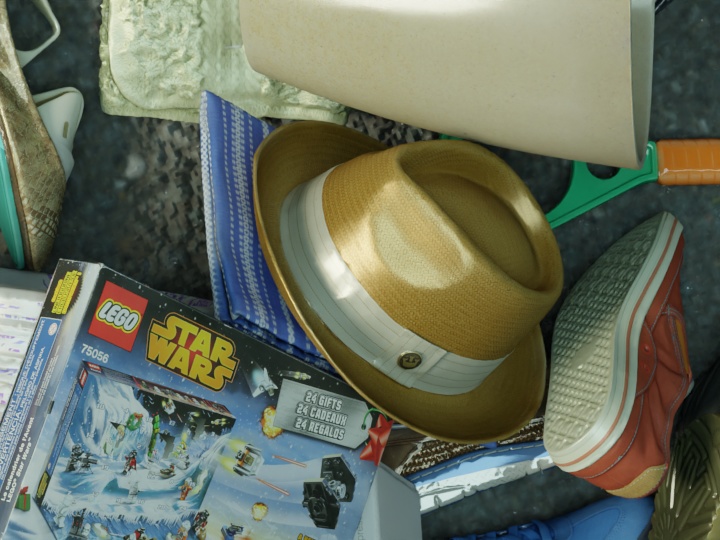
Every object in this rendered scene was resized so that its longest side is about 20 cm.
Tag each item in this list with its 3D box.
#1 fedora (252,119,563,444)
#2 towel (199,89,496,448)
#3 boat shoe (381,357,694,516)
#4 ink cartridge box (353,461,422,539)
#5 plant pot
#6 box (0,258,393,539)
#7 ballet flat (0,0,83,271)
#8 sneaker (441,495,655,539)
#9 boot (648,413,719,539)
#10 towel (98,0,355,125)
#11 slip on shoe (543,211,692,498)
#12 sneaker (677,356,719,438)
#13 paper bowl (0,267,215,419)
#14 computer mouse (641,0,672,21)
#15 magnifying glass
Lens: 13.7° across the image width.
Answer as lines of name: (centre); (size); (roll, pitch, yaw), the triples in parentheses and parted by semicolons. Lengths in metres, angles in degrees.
fedora: (0.038, -0.010, 1.495); (0.201, 0.201, 0.082); (46, 123, -8)
towel: (0.000, 0.000, 1.530); (0.200, 0.145, 0.024); (26, 133, -37)
boat shoe: (0.080, 0.075, 1.606); (0.199, 0.072, 0.073); (-21, 90, -6)
ink cartridge box: (-0.070, 0.187, 1.546); (0.199, 0.084, 0.146); (-10, 71, 16)
plant pot: (0.044, -0.146, 1.509); (0.199, 0.187, 0.188); (1, 96, 10)
box: (-0.082, 0.094, 1.428); (0.200, 0.040, 0.137); (28, 77, -38)
ballet flat: (-0.182, -0.101, 1.569); (0.065, 0.070, 0.201); (-21, 101, -17)
sneaker: (0.070, 0.168, 1.617); (0.200, 0.066, 0.079); (-34, 99, 0)
boot: (0.253, 0.148, 1.593); (0.199, 0.066, 0.175); (1, 129, -18)
towel: (-0.066, -0.177, 1.584); (0.148, 0.036, 0.201); (0, 96, -6)
slip on shoe: (0.141, 0.044, 1.561); (0.061, 0.200, 0.074); (41, 126, -20)
sneaker: (0.223, 0.059, 1.607); (0.076, 0.091, 0.201); (9, 96, -8)
paper bowl: (-0.164, 0.055, 1.514); (0.200, 0.201, 0.105); (9, 91, -6)
computer mouse: (0.115, -0.219, 1.595); (0.140, 0.046, 0.200); (-39, 100, 9)
magnifying glass: (0.138, -0.058, 1.618); (0.199, 0.022, 0.080); (-1, 82, -6)
